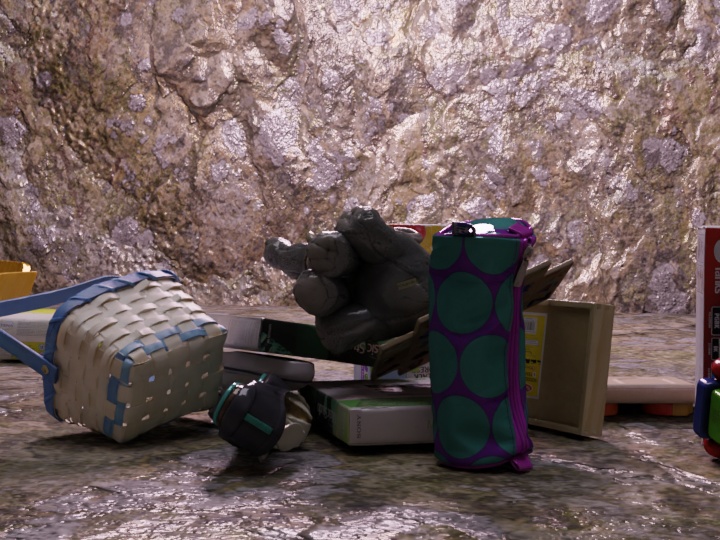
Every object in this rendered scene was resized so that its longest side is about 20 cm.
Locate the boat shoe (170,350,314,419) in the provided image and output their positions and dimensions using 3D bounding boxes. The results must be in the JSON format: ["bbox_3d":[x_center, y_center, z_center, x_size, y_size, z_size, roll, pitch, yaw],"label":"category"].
[{"bbox_3d":[-0.127,0.116,1.184,0.198,0.071,0.071,-1,-8,35],"label":"boat shoe"}]

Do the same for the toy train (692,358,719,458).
[{"bbox_3d":[0.393,0.128,0.999,0.198,0.086,0.116,1,12,-10],"label":"toy train"}]

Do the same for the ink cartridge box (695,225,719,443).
[{"bbox_3d":[0.405,0.059,1.117,0.174,0.202,0.084,0,2,11],"label":"ink cartridge box"}]

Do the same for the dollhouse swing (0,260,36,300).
[{"bbox_3d":[-0.679,0.045,1.980,0.175,0.184,0.199,25,-13,-37],"label":"dollhouse swing"}]

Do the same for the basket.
[{"bbox_3d":[-0.239,0.068,1.128,0.199,0.140,0.175,34,33,31],"label":"basket"}]

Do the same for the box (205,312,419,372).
[{"bbox_3d":[-0.057,0.072,1.210,0.198,0.037,0.144,9,-4,-36],"label":"box"}]

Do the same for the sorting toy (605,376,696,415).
[{"bbox_3d":[0.290,0.139,1.331,0.183,0.037,0.200,1,-3,-6],"label":"sorting toy"}]

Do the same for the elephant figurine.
[{"bbox_3d":[0.000,0.000,1.152,0.141,0.156,0.200,-38,5,0],"label":"elephant figurine"}]

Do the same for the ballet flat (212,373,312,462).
[{"bbox_3d":[-0.078,0.129,1.026,0.072,0.074,0.200,1,-5,3],"label":"ballet flat"}]

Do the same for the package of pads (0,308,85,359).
[{"bbox_3d":[-0.448,0.095,1.802,0.153,0.069,0.200,1,1,6],"label":"package of pads"}]

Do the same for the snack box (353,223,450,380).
[{"bbox_3d":[0.064,0.047,1.378,0.141,0.202,0.053,0,1,-24],"label":"snack box"}]

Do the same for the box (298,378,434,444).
[{"bbox_3d":[0.031,0.131,1.136,0.143,0.037,0.200,0,0,-15],"label":"box"}]

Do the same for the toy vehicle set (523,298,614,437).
[{"bbox_3d":[0.174,0.091,1.209,0.026,0.126,0.199,8,-2,-30],"label":"toy vehicle set"}]

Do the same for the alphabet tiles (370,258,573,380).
[{"bbox_3d":[0.102,0.047,1.112,0.198,0.006,0.167,-24,-17,-12],"label":"alphabet tiles"}]

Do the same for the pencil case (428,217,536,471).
[{"bbox_3d":[0.102,0.059,0.987,0.092,0.202,0.085,3,6,42],"label":"pencil case"}]
